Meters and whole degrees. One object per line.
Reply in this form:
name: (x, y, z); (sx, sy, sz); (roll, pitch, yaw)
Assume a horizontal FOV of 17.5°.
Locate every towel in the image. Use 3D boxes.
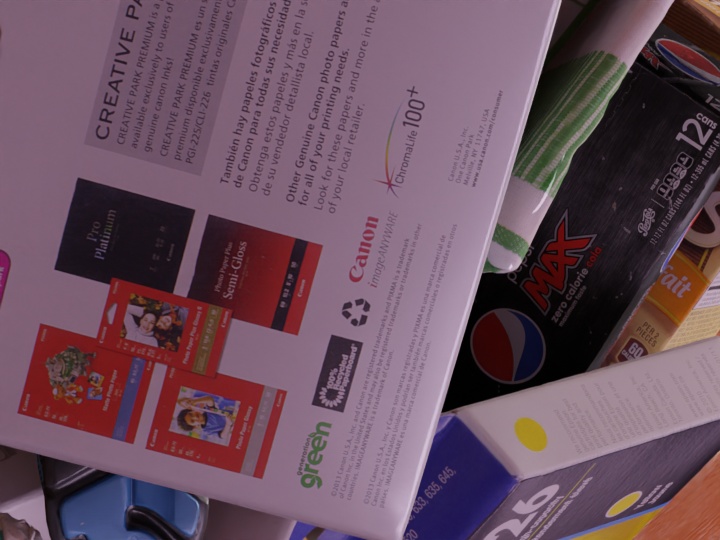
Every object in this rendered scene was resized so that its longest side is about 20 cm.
towel: (0.085, -0.081, 0.807); (0.200, 0.023, 0.153); (-54, -174, -7)

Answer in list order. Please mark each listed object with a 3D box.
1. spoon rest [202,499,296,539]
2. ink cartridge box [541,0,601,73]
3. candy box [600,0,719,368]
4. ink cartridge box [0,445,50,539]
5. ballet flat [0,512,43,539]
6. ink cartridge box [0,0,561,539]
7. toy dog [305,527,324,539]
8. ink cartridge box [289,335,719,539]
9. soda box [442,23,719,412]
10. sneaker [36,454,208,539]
spoon rest: (-0.036, 0.064, 0.850); (0.060, 0.099, 0.201); (10, 104, -13)
ink cartridge box: (0.075, -0.175, 0.764); (0.200, 0.104, 0.059); (-52, 154, 14)
candy box: (0.122, -0.026, 1.044); (0.055, 0.115, 0.200); (-10, 139, -52)
ink cartridge box: (-0.161, 0.104, 0.876); (0.200, 0.068, 0.117); (-21, 146, -38)
ballet flat: (-0.175, 0.153, 0.796); (0.072, 0.072, 0.200); (1, 128, -56)
ink cartridge box: (-0.046, -0.042, 0.699); (0.084, 0.175, 0.201); (-104, -151, -77)
toy dog: (0.024, 0.108, 1.105); (0.200, 0.132, 0.097); (-3, 101, -44)
ink cartridge box: (0.038, 0.113, 0.944); (0.200, 0.047, 0.198); (-14, 153, -41)
soda box: (0.089, -0.005, 0.987); (0.200, 0.071, 0.063); (-60, 170, 26)
sneaker: (-0.085, 0.002, 0.798); (0.073, 0.082, 0.201); (5, 96, -16)
